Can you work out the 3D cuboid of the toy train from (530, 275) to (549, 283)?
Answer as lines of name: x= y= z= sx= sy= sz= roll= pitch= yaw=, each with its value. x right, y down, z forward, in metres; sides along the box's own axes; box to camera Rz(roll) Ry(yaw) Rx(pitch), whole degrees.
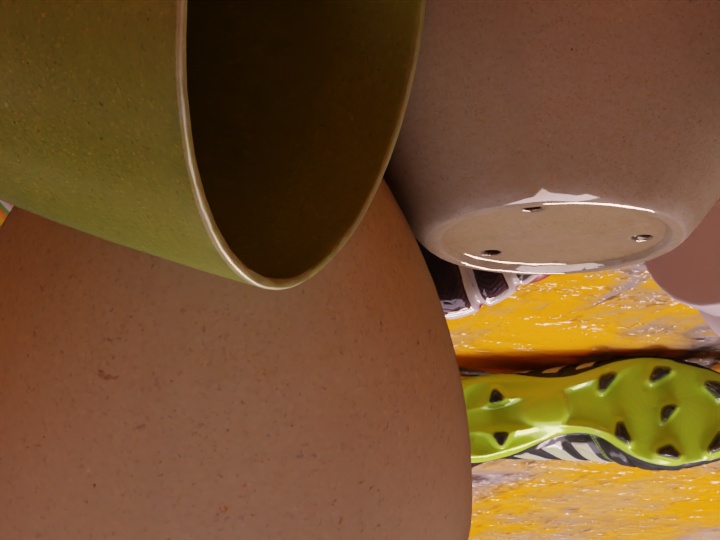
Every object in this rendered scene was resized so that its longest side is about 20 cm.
toy train: x=-0.008 y=-0.050 z=1.271 sx=0.200 sy=0.085 sz=0.116 roll=-6 pitch=149 yaw=37

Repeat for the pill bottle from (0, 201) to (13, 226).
pill bottle: x=-0.096 y=-0.038 z=1.224 sx=0.111 sy=0.111 sz=0.200 roll=-1 pitch=164 yaw=-1

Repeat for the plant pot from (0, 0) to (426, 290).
plant pot: x=-0.103 y=-0.100 z=0.937 sx=0.199 sy=0.188 sz=0.187 roll=8 pitch=168 yaw=22

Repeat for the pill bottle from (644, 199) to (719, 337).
pill bottle: x=0.218 y=-0.007 z=1.348 sx=0.113 sy=0.113 sz=0.200 roll=-15 pitch=159 yaw=40

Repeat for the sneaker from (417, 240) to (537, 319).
sneaker: x=0.000 y=0.000 z=1.210 sx=0.200 sy=0.076 sz=0.116 roll=-23 pitch=173 yaw=5

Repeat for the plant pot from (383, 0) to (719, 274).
plant pot: x=0.067 y=-0.074 z=1.065 sx=0.200 sy=0.135 sz=0.200 roll=-1 pitch=165 yaw=0

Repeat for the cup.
cup: x=-0.054 y=0.021 z=1.032 sx=0.200 sy=0.200 sz=0.144 roll=1 pitch=127 yaw=-7

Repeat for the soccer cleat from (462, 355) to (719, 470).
soccer cleat: x=0.132 y=0.083 z=1.771 sx=0.199 sy=0.068 sz=0.081 roll=-1 pitch=-178 yaw=3
